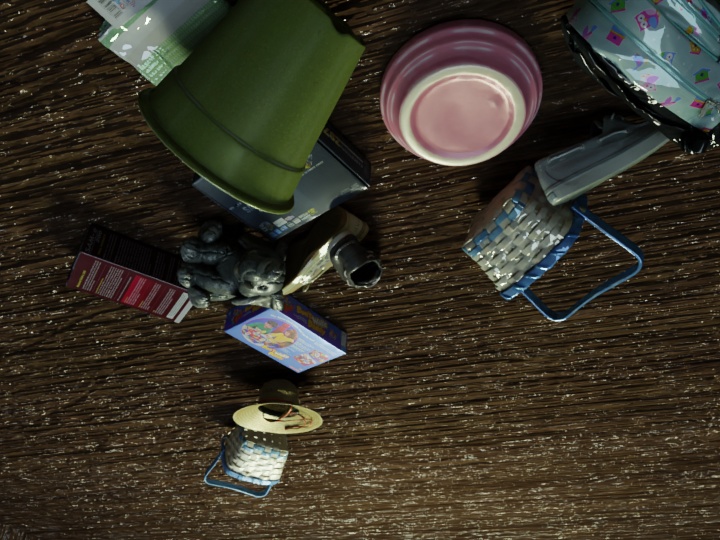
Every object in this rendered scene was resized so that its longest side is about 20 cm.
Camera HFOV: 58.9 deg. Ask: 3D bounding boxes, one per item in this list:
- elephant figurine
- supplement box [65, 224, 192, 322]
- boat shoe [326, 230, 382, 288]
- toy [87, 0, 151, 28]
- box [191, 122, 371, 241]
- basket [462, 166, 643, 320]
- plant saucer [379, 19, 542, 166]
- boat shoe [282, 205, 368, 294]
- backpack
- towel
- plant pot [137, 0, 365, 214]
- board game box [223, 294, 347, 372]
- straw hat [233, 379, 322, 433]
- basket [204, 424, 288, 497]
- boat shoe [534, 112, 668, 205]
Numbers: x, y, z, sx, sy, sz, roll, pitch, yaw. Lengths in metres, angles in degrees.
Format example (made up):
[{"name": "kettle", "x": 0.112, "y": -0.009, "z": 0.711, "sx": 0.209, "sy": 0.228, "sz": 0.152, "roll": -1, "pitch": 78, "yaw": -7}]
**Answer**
[{"name": "elephant figurine", "x": -0.164, "y": 0.005, "z": 0.962, "sx": 0.196, "sy": 0.156, "sz": 0.144, "roll": 7, "pitch": 125, "yaw": 23}, {"name": "supplement box", "x": -0.373, "y": 0.010, "z": 1.064, "sx": 0.197, "sy": 0.062, "sz": 0.109, "roll": 23, "pitch": 138, "yaw": -26}, {"name": "boat shoe", "x": 0.000, "y": 0.000, "z": 0.972, "sx": 0.066, "sy": 0.057, "sz": 0.200, "roll": -37, "pitch": 160, "yaw": 3}, {"name": "toy", "x": -0.212, "y": -0.335, "z": 0.608, "sx": 0.198, "sy": 0.048, "sz": 0.115, "roll": -27, "pitch": 134, "yaw": 24}, {"name": "box", "x": -0.107, "y": -0.132, "z": 0.868, "sx": 0.198, "sy": 0.052, "sz": 0.157, "roll": -25, "pitch": 134, "yaw": 32}, {"name": "basket", "x": 0.258, "y": -0.032, "z": 0.877, "sx": 0.200, "sy": 0.139, "sz": 0.176, "roll": 42, "pitch": 136, "yaw": -2}, {"name": "plant saucer", "x": 0.120, "y": -0.198, "z": 0.768, "sx": 0.196, "sy": 0.052, "sz": 0.202, "roll": 2, "pitch": 142, "yaw": 2}, {"name": "boat shoe", "x": -0.068, "y": -0.019, "z": 0.997, "sx": 0.062, "sy": 0.074, "sz": 0.199, "roll": 21, "pitch": 136, "yaw": -33}, {"name": "backpack", "x": 0.301, "y": -0.230, "z": 0.646, "sx": 0.198, "sy": 0.168, "sz": 0.127, "roll": 27, "pitch": 118, "yaw": -24}, {"name": "towel", "x": -0.184, "y": -0.245, "z": 0.742, "sx": 0.148, "sy": 0.031, "sz": 0.199, "roll": -24, "pitch": 135, "yaw": 32}, {"name": "plant pot", "x": -0.096, "y": -0.199, "z": 0.668, "sx": 0.198, "sy": 0.201, "sz": 0.191, "roll": 30, "pitch": 110, "yaw": -32}, {"name": "board game box", "x": -0.138, "y": 0.118, "z": 1.205, "sx": 0.133, "sy": 0.045, "sz": 0.199, "roll": -25, "pitch": 135, "yaw": 32}, {"name": "straw hat", "x": -0.178, "y": 0.287, "z": 1.399, "sx": 0.197, "sy": 0.087, "sz": 0.202, "roll": 0, "pitch": 148, "yaw": 0}, {"name": "basket", "x": -0.273, "y": 0.477, "z": 1.592, "sx": 0.174, "sy": 0.140, "sz": 0.202, "roll": 24, "pitch": 108, "yaw": -26}, {"name": "boat shoe", "x": 0.306, "y": -0.156, "z": 0.783, "sx": 0.198, "sy": 0.072, "sz": 0.070, "roll": -28, "pitch": 172, "yaw": -3}]
